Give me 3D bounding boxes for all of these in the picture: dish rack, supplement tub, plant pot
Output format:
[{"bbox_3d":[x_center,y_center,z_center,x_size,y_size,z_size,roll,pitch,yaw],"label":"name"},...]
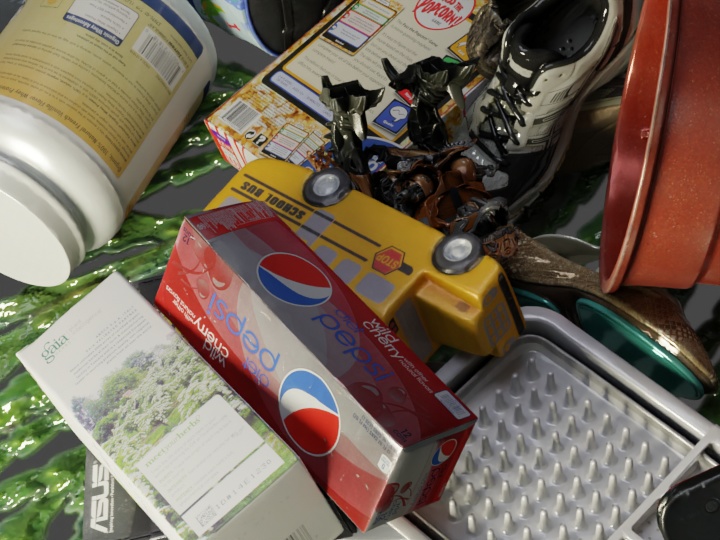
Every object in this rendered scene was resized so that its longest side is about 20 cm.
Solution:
[{"bbox_3d":[0.112,0.127,1.308,0.200,0.044,0.172,37,66,26],"label":"dish rack"},{"bbox_3d":[-0.202,-0.104,1.593,0.143,0.145,0.201,13,58,31],"label":"supplement tub"},{"bbox_3d":[0.252,-0.070,1.327,0.193,0.201,0.202,10,53,1],"label":"plant pot"}]

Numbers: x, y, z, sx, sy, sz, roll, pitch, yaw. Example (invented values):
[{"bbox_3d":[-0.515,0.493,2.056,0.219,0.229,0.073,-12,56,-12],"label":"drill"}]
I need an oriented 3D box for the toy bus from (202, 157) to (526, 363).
[{"bbox_3d":[0.000,0.000,1.364,0.199,0.065,0.078,28,65,36],"label":"toy bus"}]

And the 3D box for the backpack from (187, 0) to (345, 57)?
[{"bbox_3d":[-0.066,-0.269,1.632,0.146,0.201,0.183,25,49,37],"label":"backpack"}]

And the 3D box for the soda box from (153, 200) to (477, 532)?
[{"bbox_3d":[-0.028,0.050,1.295,0.063,0.070,0.200,-17,52,-41],"label":"soda box"}]

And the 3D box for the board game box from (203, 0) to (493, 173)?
[{"bbox_3d":[0.014,-0.121,1.582,0.200,0.046,0.151,-41,49,-13],"label":"board game box"}]

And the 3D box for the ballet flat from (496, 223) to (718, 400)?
[{"bbox_3d":[0.144,0.015,1.400,0.199,0.071,0.065,25,62,35],"label":"ballet flat"}]

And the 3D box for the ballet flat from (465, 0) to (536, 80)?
[{"bbox_3d":[0.145,-0.205,1.527,0.200,0.046,0.067,-41,53,-7],"label":"ballet flat"}]

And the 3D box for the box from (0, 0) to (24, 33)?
[{"bbox_3d":[-0.203,-0.227,1.764,0.199,0.044,0.160,-34,48,-7],"label":"box"}]

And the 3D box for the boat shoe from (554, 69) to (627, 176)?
[{"bbox_3d":[0.169,-0.106,1.490,0.198,0.072,0.065,-8,54,25],"label":"boat shoe"}]

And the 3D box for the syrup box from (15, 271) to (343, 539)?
[{"bbox_3d":[-0.106,0.096,1.318,0.079,0.082,0.200,-40,49,-10],"label":"syrup box"}]

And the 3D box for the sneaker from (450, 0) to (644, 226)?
[{"bbox_3d":[0.102,-0.117,1.431,0.076,0.087,0.201,41,103,28],"label":"sneaker"}]

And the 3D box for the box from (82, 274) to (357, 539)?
[{"bbox_3d":[-0.086,0.084,1.405,0.160,0.049,0.201,-14,50,14],"label":"box"}]

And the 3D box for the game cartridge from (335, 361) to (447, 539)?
[{"bbox_3d":[0.003,0.115,1.399,0.198,0.041,0.134,2,57,25],"label":"game cartridge"}]

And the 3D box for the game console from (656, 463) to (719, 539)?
[{"bbox_3d":[0.279,0.168,1.187,0.199,0.173,0.119,-24,20,1],"label":"game console"}]

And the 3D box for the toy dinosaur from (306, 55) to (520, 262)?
[{"bbox_3d":[0.022,-0.055,1.425,0.199,0.137,0.102,5,23,36],"label":"toy dinosaur"}]
